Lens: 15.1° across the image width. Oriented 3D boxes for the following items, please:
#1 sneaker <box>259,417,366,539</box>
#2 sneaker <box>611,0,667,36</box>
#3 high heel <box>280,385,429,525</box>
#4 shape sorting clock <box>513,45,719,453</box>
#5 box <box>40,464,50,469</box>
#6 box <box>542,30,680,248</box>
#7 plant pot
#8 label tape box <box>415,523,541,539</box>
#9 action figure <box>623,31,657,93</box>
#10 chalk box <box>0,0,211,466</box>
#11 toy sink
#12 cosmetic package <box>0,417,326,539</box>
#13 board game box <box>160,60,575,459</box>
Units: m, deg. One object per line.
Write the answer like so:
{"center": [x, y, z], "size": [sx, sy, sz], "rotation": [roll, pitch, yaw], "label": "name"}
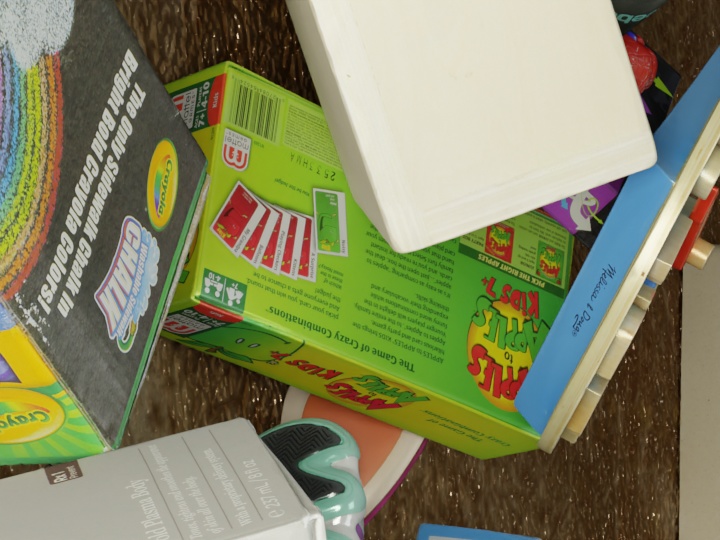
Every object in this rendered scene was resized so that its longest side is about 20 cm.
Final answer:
{"center": [-0.025, 0.172, 1.113], "size": [0.140, 0.077, 0.201], "rotation": [50, 51, -56], "label": "sneaker"}
{"center": [0.093, -0.186, 1.090], "size": [0.079, 0.075, 0.201], "rotation": [115, -26, -63], "label": "sneaker"}
{"center": [0.011, 0.044, 1.222], "size": [0.096, 0.067, 0.200], "rotation": [98, 15, -68], "label": "high heel"}
{"center": [0.123, -0.014, 1.091], "size": [0.200, 0.039, 0.200], "rotation": [-57, 171, -14], "label": "shape sorting clock"}
{"center": [-0.067, 0.169, 0.909], "size": [0.117, 0.060, 0.200], "rotation": [44, 20, -42], "label": "box"}
{"center": [0.052, -0.115, 1.204], "size": [0.200, 0.036, 0.143], "rotation": [40, 31, -8], "label": "box"}
{"center": [0.318, 0.094, 1.722], "size": [0.200, 0.176, 0.201], "rotation": [24, 67, -62], "label": "plant pot"}
{"center": [0.054, 0.233, 1.267], "size": [0.200, 0.066, 0.144], "rotation": [78, 23, -52], "label": "label tape box"}
{"center": [0.073, -0.121, 1.153], "size": [0.065, 0.052, 0.200], "rotation": [8, 41, -41], "label": "action figure"}
{"center": [-0.134, -0.019, 0.837], "size": [0.200, 0.124, 0.125], "rotation": [63, 34, -43], "label": "chalk box"}
{"center": [0.026, -0.126, 1.013], "size": [0.130, 0.112, 0.201], "rotation": [-127, -163, -78], "label": "toy sink"}
{"center": [-0.110, 0.115, 0.763], "size": [0.107, 0.199, 0.091], "rotation": [-138, -142, -70], "label": "cosmetic package"}
{"center": [0.000, 0.000, 1.119], "size": [0.200, 0.048, 0.102], "rotation": [23, 65, -37], "label": "board game box"}
